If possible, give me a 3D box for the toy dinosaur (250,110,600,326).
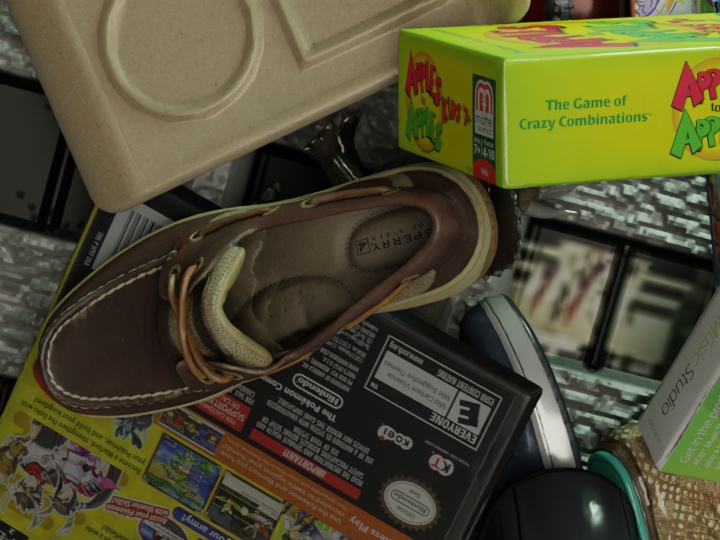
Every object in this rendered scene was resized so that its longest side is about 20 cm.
[{"bbox_3d":[0.000,0.000,1.078,0.102,0.077,0.200,43,87,1],"label":"toy dinosaur"}]

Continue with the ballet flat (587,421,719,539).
[{"bbox_3d":[0.155,0.159,1.139,0.065,0.070,0.201,-19,106,-20],"label":"ballet flat"}]

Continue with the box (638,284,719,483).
[{"bbox_3d":[0.235,0.039,1.095,0.199,0.036,0.145,12,124,-26],"label":"box"}]

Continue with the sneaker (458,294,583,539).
[{"bbox_3d":[0.022,0.119,1.102,0.145,0.077,0.204,-10,102,-10],"label":"sneaker"}]

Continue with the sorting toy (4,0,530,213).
[{"bbox_3d":[-0.053,-0.144,1.028,0.199,0.036,0.186,-25,86,12],"label":"sorting toy"}]

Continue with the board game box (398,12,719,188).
[{"bbox_3d":[0.124,-0.068,0.975,0.199,0.102,0.048,-5,103,-20],"label":"board game box"}]

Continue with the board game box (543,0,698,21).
[{"bbox_3d":[0.066,-0.165,1.078,0.199,0.040,0.154,31,94,-13],"label":"board game box"}]

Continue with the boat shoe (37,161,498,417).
[{"bbox_3d":[-0.046,0.010,0.996,0.199,0.072,0.073,-17,90,20],"label":"boat shoe"}]

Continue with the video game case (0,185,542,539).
[{"bbox_3d":[-0.051,0.080,1.057,0.199,0.025,0.182,29,103,13],"label":"video game case"}]

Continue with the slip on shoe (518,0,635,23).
[{"bbox_3d":[0.082,-0.145,1.032,0.073,0.061,0.202,-3,99,-7],"label":"slip on shoe"}]

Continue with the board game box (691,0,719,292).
[{"bbox_3d":[0.216,-0.039,1.103,0.134,0.034,0.201,-11,115,-7],"label":"board game box"}]

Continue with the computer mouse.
[{"bbox_3d":[0.106,0.186,1.065,0.139,0.046,0.202,8,101,-17],"label":"computer mouse"}]
